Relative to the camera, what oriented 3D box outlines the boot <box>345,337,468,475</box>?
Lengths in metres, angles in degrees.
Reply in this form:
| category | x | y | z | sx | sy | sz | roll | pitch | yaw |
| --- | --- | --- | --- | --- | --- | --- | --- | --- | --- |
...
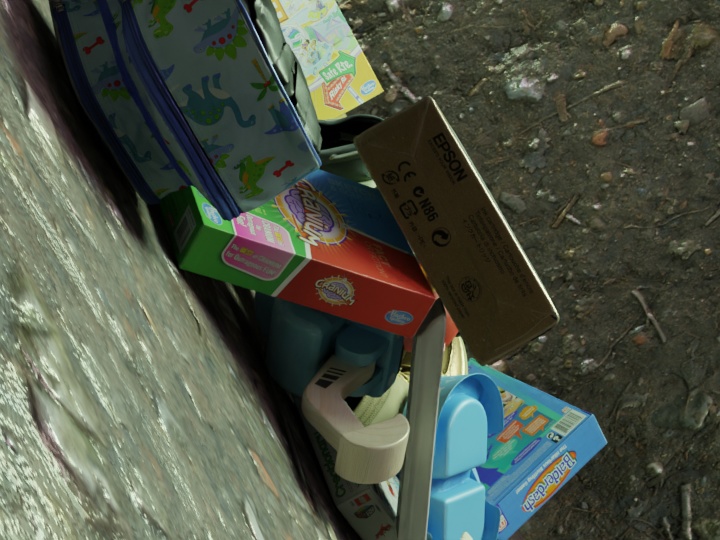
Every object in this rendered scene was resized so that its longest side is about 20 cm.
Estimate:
| category | x | y | z | sx | sy | sz | roll | pitch | yaw |
| --- | --- | --- | --- | --- | --- | --- | --- | --- | --- |
| boot | 0.028 | 0.098 | 1.706 | 0.156 | 0.073 | 0.200 | 55 | 46 | -42 |

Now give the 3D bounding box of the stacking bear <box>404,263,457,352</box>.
| category | x | y | z | sx | sy | sz | roll | pitch | yaw |
| --- | --- | --- | --- | --- | --- | --- | --- | --- | --- |
| stacking bear | 0.000 | 0.000 | 1.580 | 0.200 | 0.121 | 0.114 | 31 | -46 | 12 |

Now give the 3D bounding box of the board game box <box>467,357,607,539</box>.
| category | x | y | z | sx | sy | sz | roll | pitch | yaw |
| --- | --- | --- | --- | --- | --- | --- | --- | --- | --- |
| board game box | 0.124 | 0.176 | 1.840 | 0.200 | 0.152 | 0.045 | 25 | -30 | 53 |

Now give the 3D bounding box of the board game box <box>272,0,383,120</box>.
| category | x | y | z | sx | sy | sz | roll | pitch | yaw |
| --- | --- | --- | --- | --- | --- | --- | --- | --- | --- |
| board game box | -0.092 | -0.170 | 1.612 | 0.135 | 0.200 | 0.034 | 61 | -28 | -5 |

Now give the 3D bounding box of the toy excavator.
| category | x | y | z | sx | sy | sz | roll | pitch | yaw |
| --- | --- | --- | --- | --- | --- | --- | --- | --- | --- |
| toy excavator | -0.020 | 0.073 | 1.433 | 0.194 | 0.200 | 0.100 | 24 | -53 | 20 |

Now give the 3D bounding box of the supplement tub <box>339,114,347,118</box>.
| category | x | y | z | sx | sy | sz | roll | pitch | yaw |
| --- | --- | --- | --- | --- | --- | --- | --- | --- | --- |
| supplement tub | -0.089 | -0.136 | 1.755 | 0.200 | 0.145 | 0.146 | 57 | 5 | -48 |

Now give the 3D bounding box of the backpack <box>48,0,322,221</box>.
| category | x | y | z | sx | sy | sz | roll | pitch | yaw |
| --- | --- | --- | --- | --- | --- | --- | --- | --- | --- |
| backpack | -0.115 | -0.130 | 1.249 | 0.183 | 0.147 | 0.200 | 61 | -1 | -35 |

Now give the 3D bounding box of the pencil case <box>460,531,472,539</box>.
| category | x | y | z | sx | sy | sz | roll | pitch | yaw |
| --- | --- | --- | --- | --- | --- | --- | --- | --- | --- |
| pencil case | 0.098 | 0.309 | 1.433 | 0.200 | 0.089 | 0.078 | 61 | 4 | 8 |

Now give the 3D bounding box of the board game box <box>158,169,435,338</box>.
| category | x | y | z | sx | sy | sz | roll | pitch | yaw |
| --- | --- | --- | --- | --- | --- | --- | --- | --- | --- |
| board game box | -0.055 | -0.033 | 1.389 | 0.200 | 0.040 | 0.153 | 17 | 28 | -29 |

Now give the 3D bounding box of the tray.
| category | x | y | z | sx | sy | sz | roll | pitch | yaw |
| --- | --- | --- | --- | --- | --- | --- | --- | --- | --- |
| tray | 0.046 | 0.125 | 1.432 | 0.107 | 0.022 | 0.201 | -96 | -169 | -84 |

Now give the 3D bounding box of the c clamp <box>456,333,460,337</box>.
| category | x | y | z | sx | sy | sz | roll | pitch | yaw |
| --- | --- | --- | --- | --- | --- | --- | --- | --- | --- |
| c clamp | 0.032 | 0.029 | 1.701 | 0.200 | 0.027 | 0.171 | -3 | 50 | -51 |

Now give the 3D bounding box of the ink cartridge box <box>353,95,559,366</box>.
| category | x | y | z | sx | sy | sz | roll | pitch | yaw |
| --- | --- | --- | --- | --- | --- | --- | --- | --- | --- |
| ink cartridge box | 0.078 | -0.027 | 1.450 | 0.200 | 0.075 | 0.165 | 60 | 5 | 4 |

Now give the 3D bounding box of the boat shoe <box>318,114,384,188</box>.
| category | x | y | z | sx | sy | sz | roll | pitch | yaw |
| --- | --- | --- | --- | --- | --- | --- | --- | --- | --- |
| boat shoe | -0.070 | -0.113 | 1.537 | 0.062 | 0.199 | 0.073 | 115 | -25 | -44 |

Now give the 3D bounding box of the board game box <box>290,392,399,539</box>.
| category | x | y | z | sx | sy | sz | roll | pitch | yaw |
| --- | --- | --- | --- | --- | --- | --- | --- | --- | --- |
| board game box | 0.008 | 0.184 | 1.542 | 0.200 | 0.035 | 0.126 | 58 | 6 | -50 |

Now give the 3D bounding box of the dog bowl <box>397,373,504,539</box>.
| category | x | y | z | sx | sy | sz | roll | pitch | yaw |
| --- | --- | --- | --- | --- | --- | --- | --- | --- | --- |
| dog bowl | 0.079 | 0.189 | 1.681 | 0.111 | 0.049 | 0.201 | -12 | 106 | -52 |
